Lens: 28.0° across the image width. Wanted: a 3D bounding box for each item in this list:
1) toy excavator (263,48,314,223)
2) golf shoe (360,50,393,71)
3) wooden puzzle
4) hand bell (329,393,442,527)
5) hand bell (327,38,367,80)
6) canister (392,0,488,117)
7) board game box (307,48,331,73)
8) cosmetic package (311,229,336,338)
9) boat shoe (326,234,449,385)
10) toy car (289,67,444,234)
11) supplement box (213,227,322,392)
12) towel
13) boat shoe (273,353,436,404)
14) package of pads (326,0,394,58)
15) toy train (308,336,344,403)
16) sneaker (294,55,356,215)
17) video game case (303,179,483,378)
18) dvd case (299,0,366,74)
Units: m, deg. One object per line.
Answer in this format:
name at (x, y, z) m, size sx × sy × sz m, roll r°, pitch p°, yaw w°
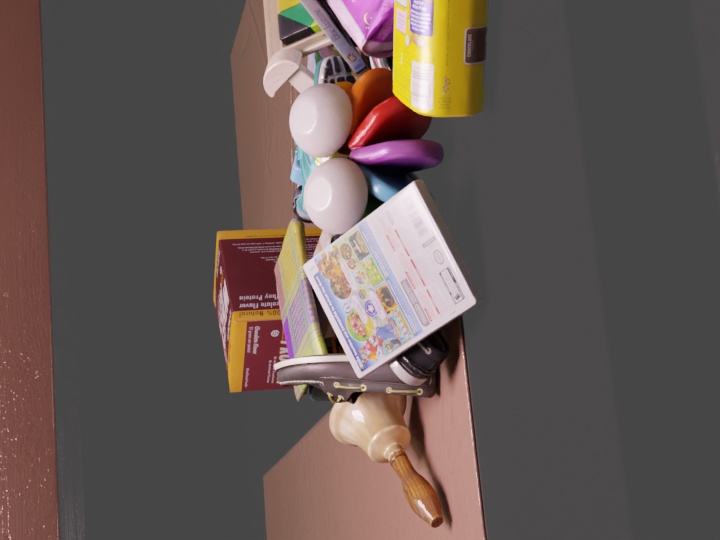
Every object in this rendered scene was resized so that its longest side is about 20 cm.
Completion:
toy excavator at (-0.043, -0.167, 1.823) m, size 0.100 × 0.192 × 0.202 m, roll -81°, pitch 9°, yaw -56°
golf shoe at (0.041, -0.315, 1.681) m, size 0.092 × 0.072 × 0.203 m, roll -138°, pitch 40°, yaw -62°
wooden puzzle at (-0.046, -0.360, 1.823) m, size 0.037 × 0.183 × 0.202 m, roll 45°, pitch -147°, yaw -48°
hand bell at (0.049, 0.227, 1.702) m, size 0.200 × 0.103 × 0.105 m, roll -127°, pitch 35°, yaw -47°
hand bell at (-0.004, -0.243, 1.898) m, size 0.201 × 0.103 × 0.105 m, roll 84°, pitch 174°, yaw -46°
canister at (0.081, -0.269, 1.463) m, size 0.149 × 0.085 × 0.203 m, roll -124°, pitch 33°, yaw -67°
board game box at (-0.045, -0.221, 2.135) m, size 0.200 × 0.041 × 0.203 m, roll -117°, pitch 28°, yaw -63°
cosmetic package at (0.000, 0.000, 1.795) m, size 0.200 × 0.102 × 0.088 m, roll 117°, pitch 135°, yaw -62°
boat shoe at (0.031, 0.031, 1.619) m, size 0.060 × 0.073 × 0.201 m, roll -43°, pitch 65°, yaw 31°
toy car at (0.025, -0.131, 1.630) m, size 0.149 × 0.174 × 0.203 m, roll -20°, pitch 74°, yaw 36°
supplement box at (-0.104, 0.053, 2.084) m, size 0.201 × 0.194 × 0.134 m, roll -108°, pitch 20°, yaw -48°
towel at (-0.077, 0.047, 1.841) m, size 0.144 × 0.022 × 0.202 m, roll 116°, pitch 146°, yaw -59°
boat shoe at (-0.008, 0.126, 1.694) m, size 0.072 × 0.199 × 0.061 m, roll 5°, pitch -101°, yaw -70°
package of pads at (0.002, -0.349, 1.613) m, size 0.121 × 0.075 × 0.201 m, roll -50°, pitch 62°, yaw 36°
toy train at (-0.023, 0.084, 1.912) m, size 0.085 × 0.112 × 0.202 m, roll 112°, pitch 153°, yaw -60°
sneaker at (-0.048, -0.158, 1.741) m, size 0.079 × 0.077 × 0.203 m, roll 12°, pitch 105°, yaw 36°
video game case at (0.031, 0.012, 1.555) m, size 0.199 × 0.018 × 0.144 m, roll -35°, pitch 78°, yaw 41°
dvd case at (-0.066, -0.328, 1.674) m, size 0.200 × 0.017 × 0.143 m, roll 45°, pitch -167°, yaw -54°
